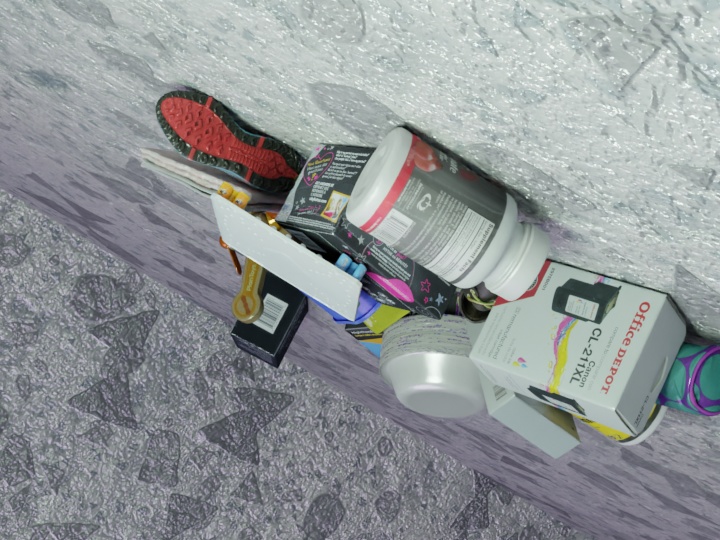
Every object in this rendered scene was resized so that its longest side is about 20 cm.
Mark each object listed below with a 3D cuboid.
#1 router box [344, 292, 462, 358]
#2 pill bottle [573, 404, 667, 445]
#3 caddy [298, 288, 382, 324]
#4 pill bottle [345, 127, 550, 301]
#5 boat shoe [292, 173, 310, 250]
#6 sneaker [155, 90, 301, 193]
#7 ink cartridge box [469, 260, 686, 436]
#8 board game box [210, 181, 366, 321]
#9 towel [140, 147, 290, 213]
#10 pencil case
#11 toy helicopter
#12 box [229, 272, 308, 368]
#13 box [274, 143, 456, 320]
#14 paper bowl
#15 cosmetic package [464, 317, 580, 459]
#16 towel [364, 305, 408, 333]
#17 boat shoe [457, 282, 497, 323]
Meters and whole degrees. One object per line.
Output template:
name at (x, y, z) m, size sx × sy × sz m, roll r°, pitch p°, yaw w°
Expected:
router box at (0.096, 0.094, 1.819) m, size 0.198 × 0.052 × 0.149 m, roll -7°, pitch 150°, yaw 32°
pill bottle at (0.304, 0.140, 1.545) m, size 0.199 × 0.112 × 0.111 m, roll 33°, pitch 168°, yaw -19°
caddy at (0.000, 0.000, 1.570) m, size 0.104 × 0.143 × 0.200 m, roll 34°, pitch 168°, yaw -16°
pill bottle at (0.093, -0.052, 1.205) m, size 0.198 × 0.112 × 0.111 m, roll 30°, pitch 168°, yaw -12°
boat shoe at (-0.051, -0.067, 1.500) m, size 0.074 × 0.064 × 0.200 m, roll 63°, pitch 164°, yaw 17°
sneaker at (-0.175, -0.153, 1.471) m, size 0.199 × 0.080 × 0.095 m, roll 31°, pitch 170°, yaw -16°
ink cartridge box at (0.248, 0.080, 1.330) m, size 0.198 × 0.147 × 0.083 m, roll 17°, pitch 163°, yaw 39°
board game box at (-0.082, -0.019, 1.393) m, size 0.198 × 0.026 × 0.200 m, roll 31°, pitch 167°, yaw 5°
towel at (-0.171, -0.116, 1.573) m, size 0.198 × 0.033 × 0.190 m, roll 24°, pitch -168°, yaw 28°
pencil case at (0.352, 0.113, 1.383) m, size 0.199 × 0.092 × 0.086 m, roll 13°, pitch 127°, yaw 60°
toy helicopter at (-0.156, -0.023, 1.676) m, size 0.130 × 0.203 × 0.079 m, roll 4°, pitch 161°, yaw 19°
box at (-0.187, 0.105, 2.434) m, size 0.106 × 0.150 × 0.200 m, roll 27°, pitch 168°, yaw 4°
box at (0.022, -0.048, 1.378) m, size 0.199 × 0.116 × 0.131 m, roll 39°, pitch 165°, yaw -35°
paper bowl at (0.125, 0.152, 1.747) m, size 0.197 × 0.106 × 0.201 m, roll 6°, pitch 155°, yaw 3°
cosmetic package at (0.219, 0.140, 1.601) m, size 0.150 × 0.052 × 0.202 m, roll 34°, pitch -150°, yaw -32°
towel at (0.042, 0.030, 1.672) m, size 0.086 × 0.018 × 0.200 m, roll 47°, pitch 143°, yaw -3°
boat shoe at (0.165, 0.025, 1.494) m, size 0.071 × 0.061 × 0.201 m, roll 26°, pitch 168°, yaw 5°
